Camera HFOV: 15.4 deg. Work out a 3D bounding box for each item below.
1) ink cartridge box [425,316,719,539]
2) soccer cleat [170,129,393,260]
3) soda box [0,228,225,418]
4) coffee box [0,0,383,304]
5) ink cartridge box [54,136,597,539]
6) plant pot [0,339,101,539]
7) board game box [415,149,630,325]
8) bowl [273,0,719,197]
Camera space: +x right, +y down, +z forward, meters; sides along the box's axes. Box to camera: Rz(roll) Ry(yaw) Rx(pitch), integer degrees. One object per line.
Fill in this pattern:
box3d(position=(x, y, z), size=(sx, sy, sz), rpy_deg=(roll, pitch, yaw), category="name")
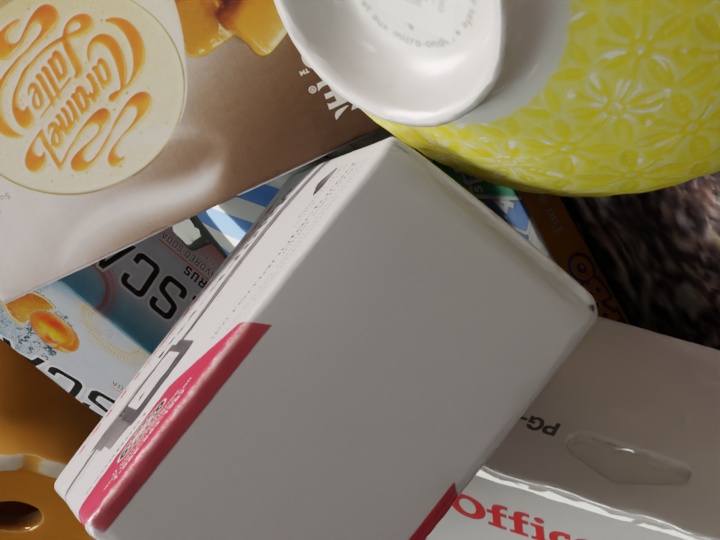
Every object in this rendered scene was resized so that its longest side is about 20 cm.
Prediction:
box3d(position=(0.106, 0.118, 0.943), size=(0.144, 0.084, 0.200), rpy_deg=(16, 140, 23), category="ink cartridge box")
box3d(position=(0.000, 0.000, 0.971), size=(0.200, 0.086, 0.070), rpy_deg=(52, -160, -2), category="soccer cleat")
box3d(position=(-0.078, 0.022, 1.043), size=(0.200, 0.068, 0.064), rpy_deg=(39, 144, -10), category="soda box")
box3d(position=(-0.054, -0.088, 0.895), size=(0.080, 0.199, 0.115), rpy_deg=(-83, -32, -71), category="coffee box")
box3d(position=(-0.020, 0.043, 0.842), size=(0.083, 0.145, 0.200), rpy_deg=(39, 173, -7), category="ink cartridge box")
box3d(position=(-0.155, 0.039, 1.202), size=(0.200, 0.199, 0.184), rpy_deg=(91, 178, -55), category="plant pot")
box3d(position=(0.043, 0.003, 1.000), size=(0.095, 0.030, 0.200), rpy_deg=(-29, 93, 44), category="board game box")
box3d(position=(0.037, -0.098, 0.739), size=(0.200, 0.108, 0.201), rpy_deg=(21, 128, 29), category="bowl")
